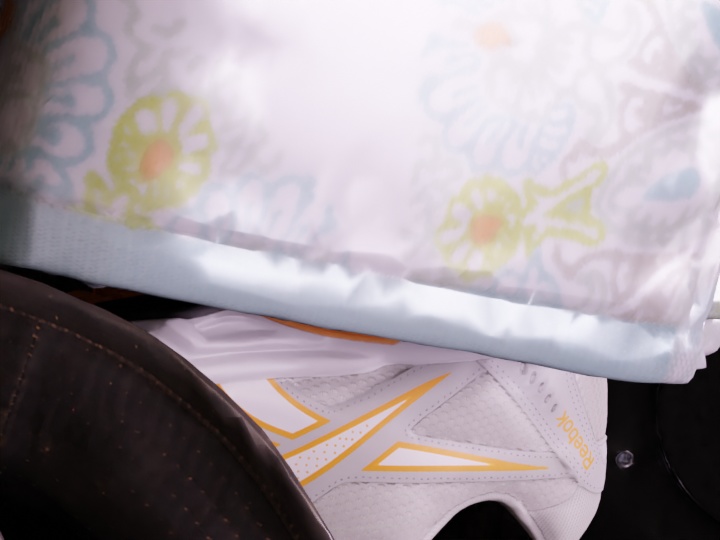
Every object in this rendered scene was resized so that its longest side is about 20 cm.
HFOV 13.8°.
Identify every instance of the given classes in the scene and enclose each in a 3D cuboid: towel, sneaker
[{"bbox_3d":[0.020,-0.069,0.625,0.199,0.048,0.172,11,97,-39],"label":"towel"},{"bbox_3d":[-0.029,0.047,0.701,0.199,0.076,0.093,-10,98,-13],"label":"sneaker"}]

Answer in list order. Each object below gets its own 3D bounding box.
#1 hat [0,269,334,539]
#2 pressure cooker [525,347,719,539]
[{"bbox_3d":[-0.092,0.075,0.624,0.081,0.200,0.201,-69,136,-73],"label":"hat"},{"bbox_3d":[0.146,0.080,0.833,0.200,0.175,0.179,63,29,-54],"label":"pressure cooker"}]
